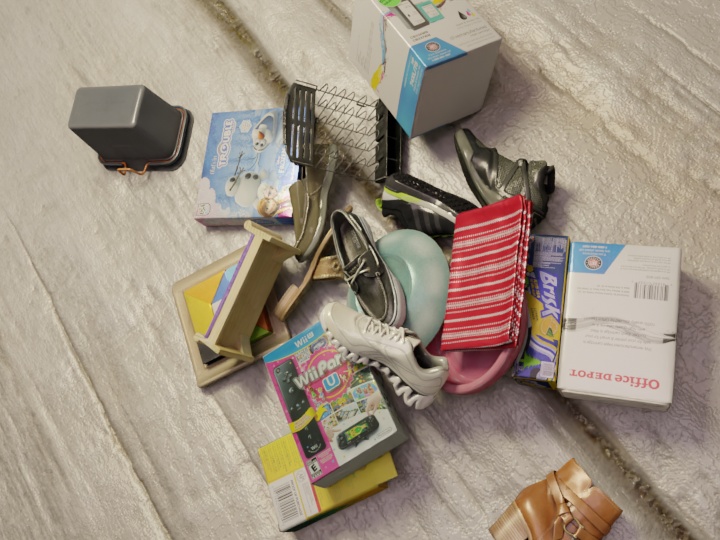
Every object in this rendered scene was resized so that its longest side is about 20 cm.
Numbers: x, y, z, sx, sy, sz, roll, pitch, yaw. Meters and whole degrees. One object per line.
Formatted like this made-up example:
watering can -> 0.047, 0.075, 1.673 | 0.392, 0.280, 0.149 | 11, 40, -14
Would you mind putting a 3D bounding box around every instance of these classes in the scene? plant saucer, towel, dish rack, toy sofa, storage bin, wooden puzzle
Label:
plant saucer -> 0.044, 0.033, 1.116 | 0.197, 0.038, 0.207 | -13, 69, 36
towel -> 0.167, 0.006, 1.008 | 0.143, 0.022, 0.206 | -13, 64, 54
dish rack -> -0.029, -0.225, 1.189 | 0.054, 0.195, 0.158 | -28, 57, 58
toy sofa -> -0.184, 0.030, 1.159 | 0.096, 0.082, 0.204 | 26, 92, 36
storage bin -> -0.433, -0.262, 1.370 | 0.195, 0.134, 0.150 | 3, 75, 22
plant saucer -> 0.163, 0.075, 1.045 | 0.199, 0.050, 0.206 | -32, 48, 44
wooden puzzle -> -0.222, 0.068, 1.242 | 0.182, 0.037, 0.204 | -26, 66, 12

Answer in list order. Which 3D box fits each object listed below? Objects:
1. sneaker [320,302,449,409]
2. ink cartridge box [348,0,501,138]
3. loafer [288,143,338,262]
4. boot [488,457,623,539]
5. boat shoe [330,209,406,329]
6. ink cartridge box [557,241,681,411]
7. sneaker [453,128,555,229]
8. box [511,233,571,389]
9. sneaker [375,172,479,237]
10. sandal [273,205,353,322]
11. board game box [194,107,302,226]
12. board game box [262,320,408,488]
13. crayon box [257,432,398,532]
sneaker -> 0.035, 0.100, 1.019 | 0.198, 0.076, 0.082 | 35, 131, -2
ink cartridge box -> 0.093, -0.346, 1.162 | 0.144, 0.147, 0.202 | -24, 63, -21
loafer -> -0.089, -0.114, 1.212 | 0.068, 0.075, 0.206 | 14, 76, -14
boot -> 0.278, 0.359, 0.950 | 0.154, 0.077, 0.201 | -39, 57, 1
boat shoe -> 0.000, 0.000, 1.088 | 0.072, 0.070, 0.203 | -38, 60, 23
ink cartridge box -> 0.346, 0.074, 0.996 | 0.141, 0.084, 0.206 | 5, 75, 22
sneaker -> 0.219, -0.147, 1.121 | 0.112, 0.077, 0.202 | -28, 60, -1
box -> 0.256, 0.057, 1.043 | 0.063, 0.070, 0.206 | 4, 75, 23
sneaker -> 0.114, -0.079, 1.156 | 0.197, 0.071, 0.085 | 31, 120, 22
sandal -> -0.051, 0.005, 1.187 | 0.069, 0.078, 0.214 | 36, 91, 5
board game box -> -0.184, -0.181, 1.300 | 0.194, 0.043, 0.206 | 0, 74, 22
board game box -> -0.039, 0.181, 1.067 | 0.145, 0.064, 0.203 | -31, 61, 8
crayon box -> -0.044, 0.286, 1.099 | 0.196, 0.051, 0.130 | -27, 66, 12
